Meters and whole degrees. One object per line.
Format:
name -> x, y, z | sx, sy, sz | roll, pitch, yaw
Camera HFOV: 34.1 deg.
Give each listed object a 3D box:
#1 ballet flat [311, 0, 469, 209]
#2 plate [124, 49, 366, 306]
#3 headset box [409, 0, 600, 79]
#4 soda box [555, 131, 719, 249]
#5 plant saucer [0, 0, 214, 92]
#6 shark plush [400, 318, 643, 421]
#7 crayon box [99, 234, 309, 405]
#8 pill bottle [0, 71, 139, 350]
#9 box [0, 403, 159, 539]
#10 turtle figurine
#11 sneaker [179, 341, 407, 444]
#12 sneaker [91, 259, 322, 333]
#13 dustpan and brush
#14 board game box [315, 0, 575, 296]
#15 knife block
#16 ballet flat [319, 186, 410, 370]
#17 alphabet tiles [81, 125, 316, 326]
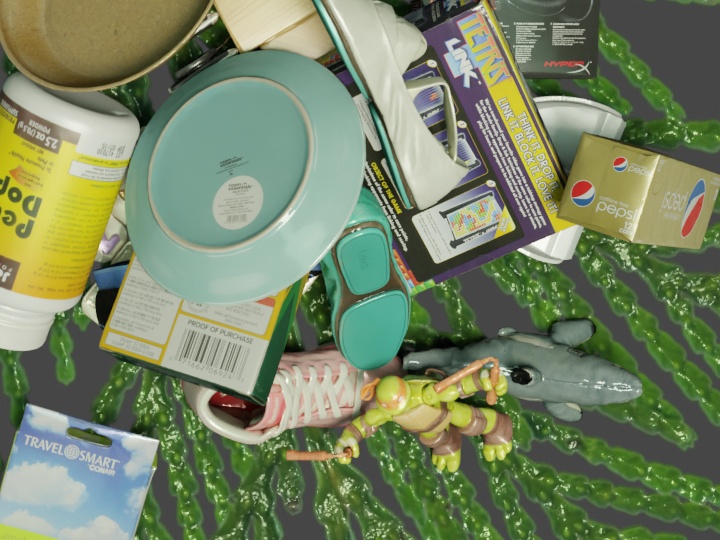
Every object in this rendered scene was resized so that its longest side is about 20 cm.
ballet flat -> 0.026, -0.134, 0.830 | 0.069, 0.070, 0.201 | -27, 125, -1
plate -> -0.091, -0.074, 0.851 | 0.197, 0.026, 0.203 | -8, 68, 19
headset box -> 0.115, -0.256, 0.939 | 0.146, 0.075, 0.203 | -1, 101, -6
soda box -> 0.225, -0.059, 0.928 | 0.063, 0.199, 0.069 | 21, 100, 28
plant saucer -> -0.184, -0.219, 0.893 | 0.197, 0.035, 0.203 | -6, 69, 17
shark plush -> 0.137, 0.075, 1.000 | 0.197, 0.083, 0.092 | 19, 98, -9
crayon box -> -0.102, -0.014, 0.890 | 0.124, 0.052, 0.203 | 15, 78, 13
pill bottle -> -0.253, -0.044, 0.917 | 0.108, 0.109, 0.202 | 20, 104, -9
box -> -0.252, 0.217, 1.002 | 0.120, 0.048, 0.203 | 16, 98, -10
turtle figurine -> 0.047, 0.121, 0.971 | 0.199, 0.065, 0.161 | -30, 144, 20
sneaker -> -0.048, 0.105, 0.972 | 0.197, 0.105, 0.077 | 3, 101, -13
sneaker -> -0.117, 0.020, 0.955 | 0.197, 0.070, 0.079 | -9, 97, 5
dustpan and brush -> 0.112, -0.095, 0.975 | 0.197, 0.057, 0.141 | 20, 103, -4
board game box -> 0.060, -0.097, 0.916 | 0.164, 0.057, 0.201 | -23, 118, 13
knife block -> -0.090, -0.227, 0.927 | 0.173, 0.064, 0.203 | 14, 100, -10
ballet flat -> 0.000, 0.000, 0.911 | 0.066, 0.071, 0.201 | -16, 146, -5
alphabet tiles -> -0.140, -0.017, 0.988 | 0.195, 0.015, 0.201 | 39, 94, -12
